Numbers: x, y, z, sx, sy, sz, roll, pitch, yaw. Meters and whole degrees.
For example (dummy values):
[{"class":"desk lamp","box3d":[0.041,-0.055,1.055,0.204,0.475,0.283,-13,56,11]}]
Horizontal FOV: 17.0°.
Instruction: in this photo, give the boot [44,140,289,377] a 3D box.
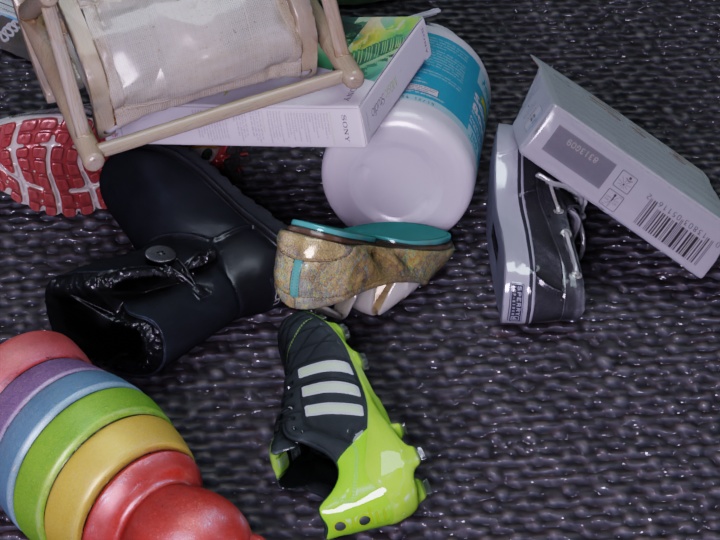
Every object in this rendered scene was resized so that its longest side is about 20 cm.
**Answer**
[{"class":"boot","box3d":[-0.152,-0.012,1.624,0.200,0.077,0.168,33,38,31]}]

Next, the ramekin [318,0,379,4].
[{"class":"ramekin","box3d":[-0.023,-0.312,2.121,0.200,0.098,0.200,2,31,-1]}]

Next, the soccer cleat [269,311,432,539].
[{"class":"soccer cleat","box3d":[-0.025,0.090,1.481,0.081,0.068,0.200,-20,36,-12]}]

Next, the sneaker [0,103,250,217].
[{"class":"sneaker","box3d":[-0.186,-0.089,1.768,0.200,0.078,0.082,-2,26,-26]}]

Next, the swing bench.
[{"class":"swing bench","box3d":[-0.127,-0.182,1.648,0.199,0.130,0.200,-17,24,-10]}]

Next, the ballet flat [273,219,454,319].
[{"class":"ballet flat","box3d":[0.000,0.000,1.619,0.071,0.071,0.200,19,9,25]}]

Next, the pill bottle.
[{"class":"pill bottle","box3d":[0.038,-0.110,1.774,0.111,0.111,0.200,6,31,5]}]

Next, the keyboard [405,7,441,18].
[{"class":"keyboard","box3d":[0.001,-0.186,1.897,0.056,0.011,0.200,-12,3,-21]}]

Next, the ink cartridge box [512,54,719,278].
[{"class":"ink cartridge box","box3d":[0.183,-0.081,1.745,0.160,0.047,0.200,33,12,-10]}]

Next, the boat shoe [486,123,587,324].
[{"class":"boat shoe","box3d":[0.126,-0.035,1.691,0.068,0.074,0.199,2,32,-3]}]

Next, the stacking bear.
[{"class":"stacking bear","box3d":[-0.139,0.128,1.368,0.121,0.114,0.200,-24,44,-37]}]

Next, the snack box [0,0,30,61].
[{"class":"snack box","box3d":[-0.298,-0.234,2.026,0.200,0.037,0.116,24,36,31]}]

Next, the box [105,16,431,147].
[{"class":"box","box3d":[-0.066,-0.135,1.704,0.200,0.036,0.144,3,32,20]}]
